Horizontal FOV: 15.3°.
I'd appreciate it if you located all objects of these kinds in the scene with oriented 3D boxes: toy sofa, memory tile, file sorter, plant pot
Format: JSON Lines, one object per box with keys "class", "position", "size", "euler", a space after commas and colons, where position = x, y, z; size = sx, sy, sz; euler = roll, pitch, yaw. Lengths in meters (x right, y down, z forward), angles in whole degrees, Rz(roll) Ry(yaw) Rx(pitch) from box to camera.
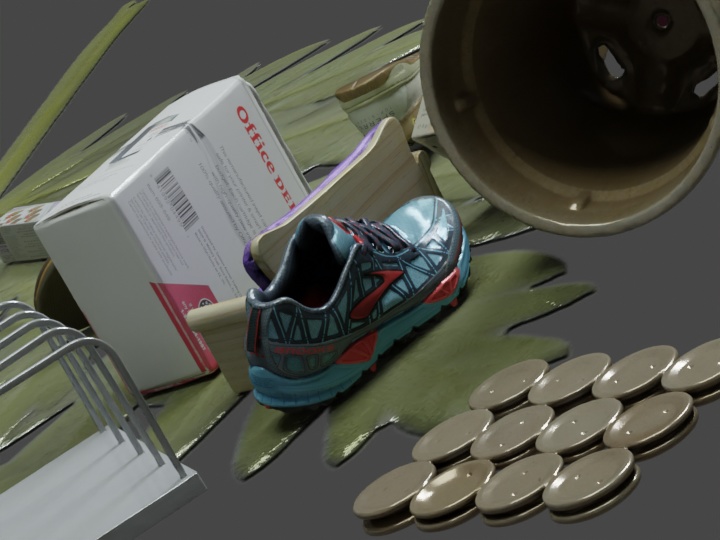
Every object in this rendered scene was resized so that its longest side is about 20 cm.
{"class": "toy sofa", "position": [-0.029, -0.014, 1.779], "size": [0.083, 0.098, 0.200], "euler": [-14, 22, 41]}
{"class": "memory tile", "position": [0.097, 0.087, 1.381], "size": [0.153, 0.017, 0.200], "euler": [-40, 19, -35]}
{"class": "file sorter", "position": [-0.209, 0.107, 1.658], "size": [0.138, 0.125, 0.200], "euler": [-33, 16, -15]}
{"class": "plant pot", "position": [0.164, -0.142, 1.691], "size": [0.200, 0.201, 0.183], "euler": [-20, 7, 29]}

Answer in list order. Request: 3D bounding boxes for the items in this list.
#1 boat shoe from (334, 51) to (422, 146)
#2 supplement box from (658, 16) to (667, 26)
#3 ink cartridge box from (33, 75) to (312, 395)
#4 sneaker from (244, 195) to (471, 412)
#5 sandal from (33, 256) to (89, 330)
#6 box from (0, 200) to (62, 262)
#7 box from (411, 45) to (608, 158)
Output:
{"class": "boat shoe", "position": [0.036, -0.130, 2.099], "size": [0.074, 0.067, 0.200], "euler": [-23, 3, 25]}
{"class": "supplement box", "position": [0.236, -0.232, 1.985], "size": [0.085, 0.111, 0.200], "euler": [-26, 16, 9]}
{"class": "ink cartridge box", "position": [-0.120, -0.027, 1.890], "size": [0.085, 0.146, 0.200], "euler": [-18, 18, 36]}
{"class": "sneaker", "position": [0.000, 0.000, 1.666], "size": [0.079, 0.096, 0.200], "euler": [8, 38, 36]}
{"class": "sandal", "position": [-0.162, -0.005, 2.062], "size": [0.199, 0.081, 0.054], "euler": [-22, 37, 8]}
{"class": "box", "position": [-0.271, -0.037, 2.396], "size": [0.039, 0.042, 0.200], "euler": [-37, 16, -29]}
{"class": "box", "position": [0.115, -0.167, 1.839], "size": [0.078, 0.095, 0.201], "euler": [-5, 65, 55]}
